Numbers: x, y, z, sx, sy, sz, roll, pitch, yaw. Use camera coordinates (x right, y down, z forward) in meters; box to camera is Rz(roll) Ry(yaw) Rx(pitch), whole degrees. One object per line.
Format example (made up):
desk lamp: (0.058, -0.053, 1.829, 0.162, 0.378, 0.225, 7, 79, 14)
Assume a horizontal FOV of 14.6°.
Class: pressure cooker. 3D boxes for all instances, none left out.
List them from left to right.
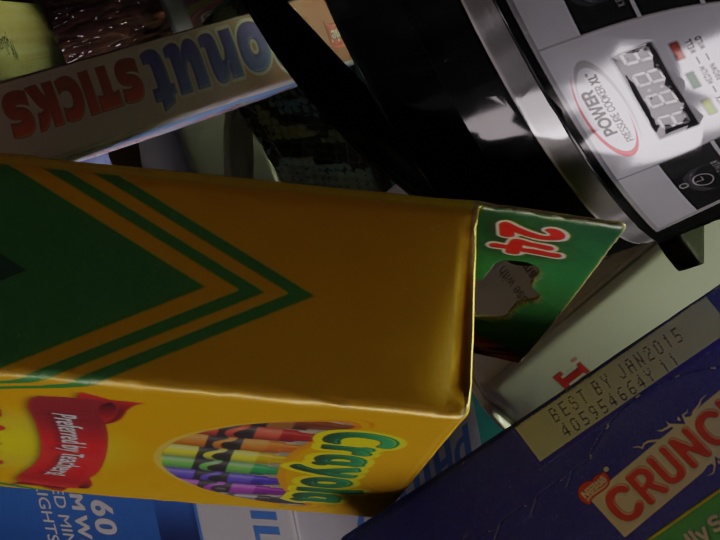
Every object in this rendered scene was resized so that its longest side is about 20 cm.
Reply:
pressure cooker: (0.065, -0.095, 0.647, 0.200, 0.176, 0.179, -21, 169, 18)

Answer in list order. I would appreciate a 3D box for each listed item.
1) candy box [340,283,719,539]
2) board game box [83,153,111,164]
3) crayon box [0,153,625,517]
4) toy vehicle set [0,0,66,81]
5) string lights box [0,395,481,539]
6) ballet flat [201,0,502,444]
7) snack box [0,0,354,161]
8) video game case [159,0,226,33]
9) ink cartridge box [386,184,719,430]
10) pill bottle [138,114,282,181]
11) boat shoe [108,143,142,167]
candy box: (0.097, 0.083, 0.732, 0.169, 0.077, 0.200, -33, 152, -4)
board game box: (-0.188, 0.003, 0.868, 0.134, 0.045, 0.200, -17, -176, 41)
crayon box: (-0.050, 0.017, 0.633, 0.200, 0.051, 0.127, 5, 164, -6)
toy vehicle set: (-0.156, -0.041, 0.763, 0.124, 0.027, 0.200, -20, -177, 6)
string lights box: (-0.075, 0.052, 0.848, 0.200, 0.059, 0.103, 1, -159, 32)
ballet flat: (0.000, 0.000, 0.880, 0.074, 0.200, 0.074, -16, -167, 4)
snack box: (-0.067, -0.044, 0.740, 0.072, 0.024, 0.200, -18, -176, 32)
video game case: (0.031, -0.122, 0.842, 0.200, 0.018, 0.143, -18, 167, -1)
ink cartridge box: (0.124, -0.024, 0.794, 0.200, 0.084, 0.146, -39, 139, 8)
pill bottle: (0.032, -0.042, 0.964, 0.200, 0.114, 0.114, -16, 167, -13)
boat shoe: (-0.069, -0.017, 1.026, 0.200, 0.073, 0.063, -16, 171, -22)
